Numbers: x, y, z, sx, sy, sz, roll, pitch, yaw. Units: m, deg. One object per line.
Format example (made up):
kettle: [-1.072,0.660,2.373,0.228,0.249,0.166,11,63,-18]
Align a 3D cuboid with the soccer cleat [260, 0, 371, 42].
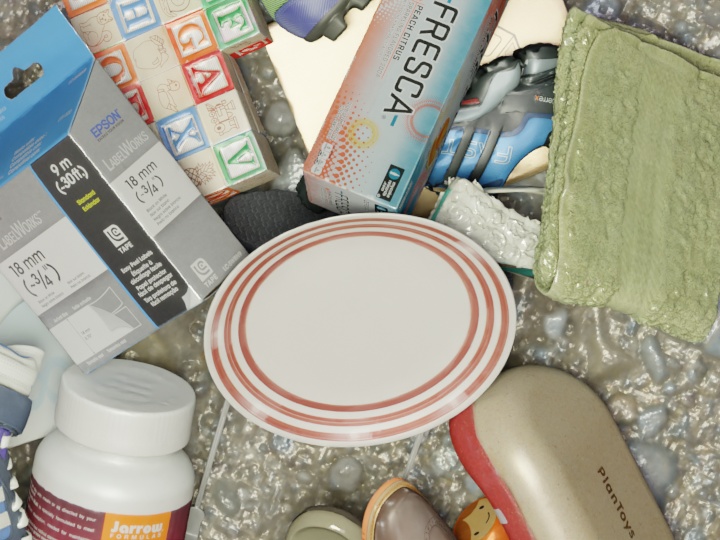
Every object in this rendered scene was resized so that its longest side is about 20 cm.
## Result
soccer cleat: [0.005,-0.242,1.572,0.084,0.065,0.200,38,90,-3]

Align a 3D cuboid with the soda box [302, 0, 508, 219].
soda box: [0.034,-0.127,1.511,0.068,0.064,0.201,23,77,10]

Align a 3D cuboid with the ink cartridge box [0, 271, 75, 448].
ink cartridge box: [-0.272,0.044,1.572,0.047,0.200,0.161,-1,100,39]

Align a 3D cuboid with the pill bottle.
pill bottle: [-0.170,0.169,1.604,0.109,0.110,0.201,12,109,1]

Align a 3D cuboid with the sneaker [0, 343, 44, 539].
sneaker: [-0.234,0.121,1.537,0.147,0.080,0.200,-47,117,-24]

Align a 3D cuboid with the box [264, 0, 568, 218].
box: [0.051,-0.126,1.615,0.199,0.021,0.164,-22,96,6]

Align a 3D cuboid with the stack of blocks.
stack of blocks: [-0.119,-0.145,1.582,0.115,0.059,0.201,-22,85,6]

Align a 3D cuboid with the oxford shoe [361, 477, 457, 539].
oxford shoe: [0.063,0.218,1.598,0.071,0.073,0.200,-47,128,-26]

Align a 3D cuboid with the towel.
towel: [0.181,-0.062,1.554,0.148,0.036,0.201,17,70,-28]

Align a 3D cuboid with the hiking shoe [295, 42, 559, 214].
hiking shoe: [0.055,-0.074,1.573,0.199,0.074,0.087,-25,95,6]

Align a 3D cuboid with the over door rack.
over door rack: [-0.034,0.125,1.636,0.147,0.067,0.201,18,112,0]

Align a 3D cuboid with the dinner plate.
dinner plate: [-0.001,0.035,1.523,0.199,0.024,0.201,-5,131,-6]

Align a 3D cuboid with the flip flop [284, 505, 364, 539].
flip flop: [-0.027,0.250,1.619,0.081,0.058,0.201,9,124,5]

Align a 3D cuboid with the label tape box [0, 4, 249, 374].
label tape box: [-0.185,-0.047,1.530,0.200,0.063,0.144,52,136,-7]

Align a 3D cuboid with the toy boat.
toy boat: [0.116,0.165,1.615,0.130,0.130,0.201,-24,97,34]

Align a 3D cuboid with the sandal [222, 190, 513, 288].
sandal: [0.000,0.000,1.592,0.199,0.076,0.043,17,127,2]

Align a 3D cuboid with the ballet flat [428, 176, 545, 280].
ballet flat: [0.129,-0.019,1.568,0.199,0.072,0.072,14,100,-35]
